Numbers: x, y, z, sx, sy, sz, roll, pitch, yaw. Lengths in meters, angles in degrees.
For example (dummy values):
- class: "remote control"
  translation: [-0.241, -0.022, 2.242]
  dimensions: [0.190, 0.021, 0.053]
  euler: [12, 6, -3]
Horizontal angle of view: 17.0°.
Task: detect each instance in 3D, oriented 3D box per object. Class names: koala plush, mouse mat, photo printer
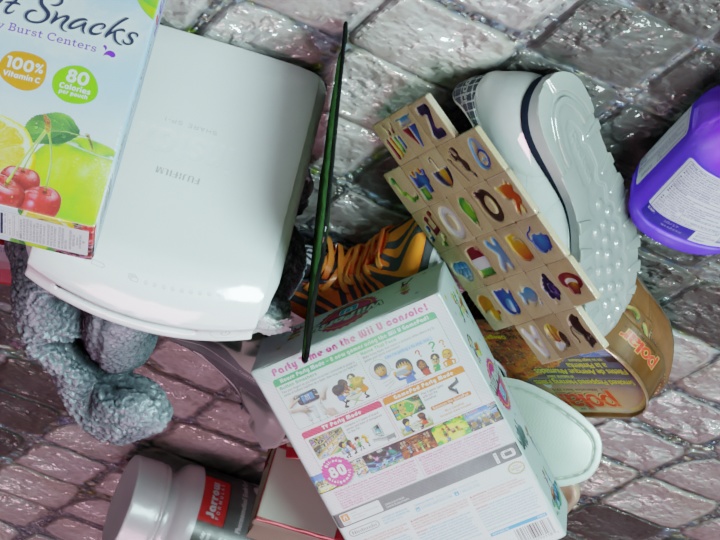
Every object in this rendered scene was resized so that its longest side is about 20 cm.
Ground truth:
- class: "koala plush"
  translation: [-0.126, 0.002, 1.683]
  dimensions: [0.200, 0.177, 0.184]
  euler: [-9, 138, 27]
- class: "mouse mat"
  translation: [-0.023, -0.048, 1.567]
  dimensions: [0.008, 0.161, 0.200]
  euler: [7, 154, -3]
- class: "photo printer"
  translation: [-0.122, -0.055, 1.554]
  dimensions: [0.166, 0.200, 0.069]
  euler: [17, 153, -5]

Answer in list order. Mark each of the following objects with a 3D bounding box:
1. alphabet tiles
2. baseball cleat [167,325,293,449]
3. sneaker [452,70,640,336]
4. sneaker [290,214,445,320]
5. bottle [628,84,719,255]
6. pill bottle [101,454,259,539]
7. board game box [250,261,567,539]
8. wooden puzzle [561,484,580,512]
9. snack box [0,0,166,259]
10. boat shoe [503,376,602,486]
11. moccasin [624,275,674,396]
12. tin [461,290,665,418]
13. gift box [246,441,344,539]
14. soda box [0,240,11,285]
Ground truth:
- class: "alphabet tiles"
  translation: [0.084, -0.025, 1.582]
  dimensions: [0.200, 0.006, 0.166]
  euler: [54, 159, -5]
- class: "baseball cleat"
  translation: [-0.089, 0.076, 1.793]
  dimensions: [0.070, 0.107, 0.200]
  euler: [-17, -162, -22]
- class: "sneaker"
  translation: [0.122, -0.043, 1.569]
  dimensions: [0.080, 0.076, 0.200]
  euler: [3, 124, 35]
- class: "sneaker"
  translation: [0.000, 0.000, 1.744]
  dimensions: [0.112, 0.078, 0.200]
  euler: [24, 144, -1]
- class: "bottle"
  translation: [0.238, -0.076, 1.498]
  dimensions: [0.083, 0.065, 0.200]
  euler: [18, 153, -10]
- class: "pill bottle"
  translation: [-0.130, 0.247, 2.238]
  dimensions: [0.200, 0.114, 0.114]
  euler: [20, 152, -14]
- class: "board game box"
  translation: [0.036, 0.115, 1.673]
  dimensions: [0.147, 0.064, 0.200]
  euler: [-23, 107, 15]
- class: "wooden puzzle"
  translation: [0.078, 0.202, 2.142]
  dimensions: [0.200, 0.037, 0.185]
  euler: [16, 153, -5]
- class: "snack box"
  translation: [-0.205, -0.119, 1.466]
  dimensions: [0.142, 0.200, 0.053]
  euler: [14, 154, -2]
- class: "boat shoe"
  translation: [0.080, 0.105, 1.744]
  dimensions: [0.200, 0.076, 0.060]
  euler: [19, -177, 12]
- class: "moccasin"
  translation: [0.181, 0.042, 1.738]
  dimensions: [0.074, 0.078, 0.201]
  euler: [4, 152, 18]
- class: "tin"
  translation: [0.133, 0.058, 1.703]
  dimensions: [0.112, 0.042, 0.200]
  euler: [49, 154, -22]
- class: "gift box"
  translation: [0.007, 0.132, 1.889]
  dimensions: [0.184, 0.200, 0.187]
  euler: [12, 169, -4]
- class: "soda box"
  translation: [-0.316, -0.040, 1.774]
  dimensions: [0.200, 0.063, 0.070]
  euler: [8, 154, 8]
